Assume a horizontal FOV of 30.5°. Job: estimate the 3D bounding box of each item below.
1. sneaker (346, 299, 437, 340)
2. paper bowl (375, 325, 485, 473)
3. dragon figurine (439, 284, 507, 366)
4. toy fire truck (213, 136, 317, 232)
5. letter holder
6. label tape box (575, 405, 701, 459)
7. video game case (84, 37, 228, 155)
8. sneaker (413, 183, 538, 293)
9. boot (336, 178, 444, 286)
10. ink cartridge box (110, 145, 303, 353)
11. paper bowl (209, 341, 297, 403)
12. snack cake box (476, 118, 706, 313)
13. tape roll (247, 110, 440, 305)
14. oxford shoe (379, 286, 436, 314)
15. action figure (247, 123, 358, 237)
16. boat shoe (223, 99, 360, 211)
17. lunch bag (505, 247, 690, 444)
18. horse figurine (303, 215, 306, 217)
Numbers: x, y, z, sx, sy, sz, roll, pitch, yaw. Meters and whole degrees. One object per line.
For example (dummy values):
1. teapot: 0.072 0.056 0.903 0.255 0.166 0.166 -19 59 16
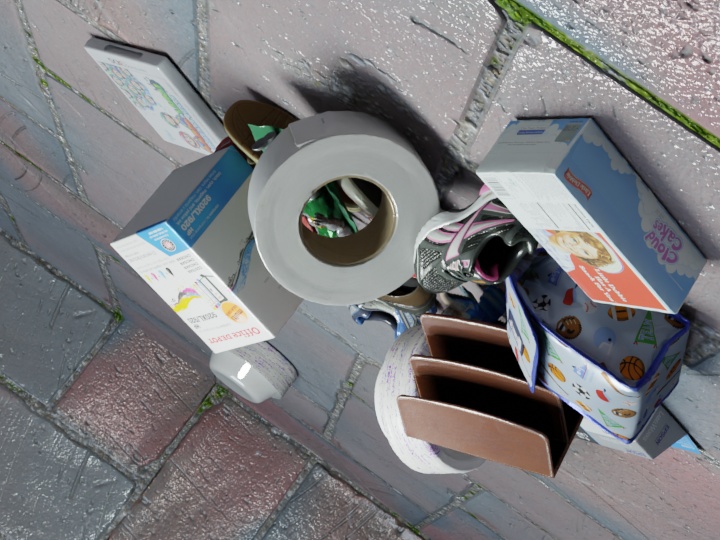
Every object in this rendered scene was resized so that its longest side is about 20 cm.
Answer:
1. sneaker: 0.006 0.026 1.834 0.200 0.085 0.077 35 164 6
2. paper bowl: 0.098 0.173 1.788 0.104 0.201 0.201 -10 135 42
3. dragon figurine: 0.143 0.050 1.642 0.059 0.099 0.200 3 136 39
4. toy fire truck: -0.125 -0.101 1.762 0.200 0.049 0.141 61 -169 -19
5. letter holder: 0.149 0.142 1.574 0.200 0.101 0.142 13 140 28
6. label tape box: 0.316 0.183 1.670 0.200 0.066 0.143 47 161 -26
7. video game case: -0.265 -0.229 1.795 0.182 0.024 0.200 21 158 44
8. sneaker: 0.115 -0.019 1.335 0.080 0.086 0.200 18 146 -18
9. boot: 0.023 -0.055 1.547 0.200 0.072 0.144 39 149 -17
10. ink cartridge box: -0.170 -0.022 1.637 0.200 0.145 0.147 48 145 -20
11. paper bowl: -0.242 0.206 2.831 0.200 0.104 0.201 34 165 10
12. snack cake box: 0.214 -0.050 1.221 0.200 0.067 0.115 45 160 -27
13. tape roll: -0.019 -0.066 1.410 0.202 0.202 0.071 45 -169 -27
14. oxford shoe: 0.000 0.000 1.757 0.200 0.073 0.084 10 163 17
15. action figure: -0.052 -0.080 1.513 0.118 0.055 0.200 27 158 45
16. boat shoe: -0.079 -0.132 1.592 0.200 0.073 0.063 35 161 4
17. lunch bag: 0.237 0.074 1.425 0.200 0.124 0.170 36 162 22
18. horse figurine: -0.058 -0.081 1.714 0.200 0.050 0.133 41 -178 -43
